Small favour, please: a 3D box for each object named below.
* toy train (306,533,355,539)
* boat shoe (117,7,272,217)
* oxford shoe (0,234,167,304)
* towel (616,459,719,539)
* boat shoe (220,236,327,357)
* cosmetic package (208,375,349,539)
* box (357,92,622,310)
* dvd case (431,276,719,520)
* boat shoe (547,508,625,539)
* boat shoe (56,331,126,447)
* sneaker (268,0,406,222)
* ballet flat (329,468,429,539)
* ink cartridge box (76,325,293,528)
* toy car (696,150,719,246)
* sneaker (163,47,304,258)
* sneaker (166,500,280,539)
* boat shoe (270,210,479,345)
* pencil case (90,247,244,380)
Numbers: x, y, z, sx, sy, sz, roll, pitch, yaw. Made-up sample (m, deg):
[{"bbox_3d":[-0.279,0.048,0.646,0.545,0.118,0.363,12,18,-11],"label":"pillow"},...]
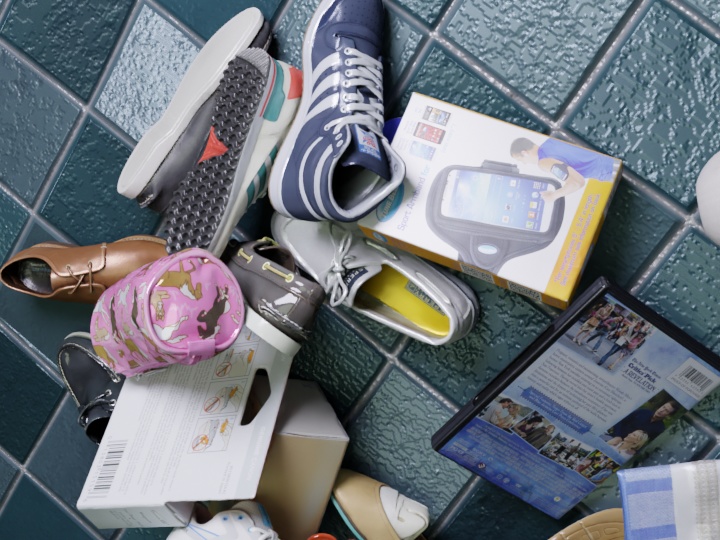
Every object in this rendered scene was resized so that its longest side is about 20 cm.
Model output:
[{"bbox_3d":[-0.043,0.303,0.915,0.150,0.056,0.200,38,104,-28],"label":"toy train"},{"bbox_3d":[-0.133,-0.134,0.921,0.060,0.074,0.200,32,98,-30],"label":"boat shoe"},{"bbox_3d":[-0.249,0.007,0.996,0.200,0.071,0.072,-2,99,21],"label":"oxford shoe"},{"bbox_3d":[0.306,0.215,0.818,0.200,0.024,0.147,-6,99,10],"label":"towel"},{"bbox_3d":[-0.076,0.008,0.882,0.072,0.201,0.061,36,93,-27],"label":"boat shoe"},{"bbox_3d":[-0.083,0.205,0.946,0.071,0.105,0.200,9,109,-24],"label":"cosmetic package"},{"bbox_3d":[0.090,-0.060,0.832,0.200,0.041,0.119,21,82,14],"label":"box"},{"bbox_3d":[0.172,0.107,0.836,0.143,0.018,0.200,32,116,-21],"label":"dvd case"},{"bbox_3d":[0.153,0.269,0.881,0.200,0.069,0.074,-38,82,-3],"label":"boat shoe"},{"bbox_3d":[-0.235,0.145,1.022,0.074,0.066,0.200,-38,86,25],"label":"boat shoe"},{"bbox_3d":[-0.004,-0.130,0.824,0.108,0.070,0.200,19,92,58],"label":"sneaker"},{"bbox_3d":[0.051,0.243,0.934,0.063,0.069,0.200,-35,97,16],"label":"ballet flat"},{"bbox_3d":[-0.134,0.123,0.914,0.173,0.200,0.044,-7,137,23],"label":"ink cartridge box"},{"bbox_3d":[0.324,-0.014,0.712,0.175,0.150,0.200,-11,98,24],"label":"toy car"},{"bbox_3d":[-0.091,-0.081,0.890,0.070,0.093,0.200,30,102,42],"label":"sneaker"},{"bbox_3d":[-0.084,0.229,0.837,0.200,0.075,0.087,8,69,34],"label":"sneaker"},{"bbox_3d":[-0.001,0.005,0.883,0.202,0.086,0.075,34,111,14],"label":"boat shoe"},{"bbox_3d":[-0.161,0.038,0.858,0.087,0.083,0.200,51,154,-10],"label":"pencil case"}]
